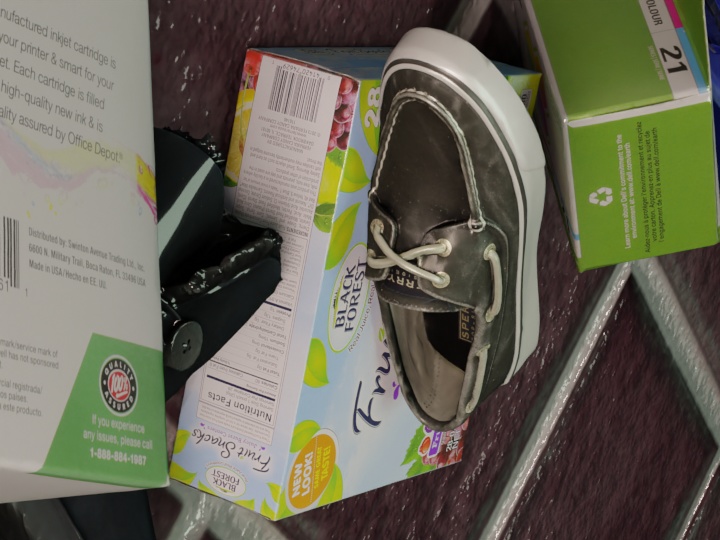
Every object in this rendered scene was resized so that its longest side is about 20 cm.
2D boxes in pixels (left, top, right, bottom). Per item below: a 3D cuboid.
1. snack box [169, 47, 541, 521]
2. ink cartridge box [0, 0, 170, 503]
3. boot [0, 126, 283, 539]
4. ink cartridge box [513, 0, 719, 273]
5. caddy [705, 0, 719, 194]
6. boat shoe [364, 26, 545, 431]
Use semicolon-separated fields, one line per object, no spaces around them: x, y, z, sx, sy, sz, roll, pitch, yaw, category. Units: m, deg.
0.000;0.000;1.008;0.169;0.068;0.200;-8;112;-58;snack box
-0.132;-0.034;0.673;0.145;0.087;0.200;19;66;-62;ink cartridge box
-0.085;0.059;0.886;0.168;0.076;0.200;-49;138;-27;boot
0.117;-0.124;1.054;0.148;0.076;0.200;-101;178;-47;ink cartridge box
0.206;-0.134;1.160;0.105;0.200;0.141;-5;149;-25;caddy
0.037;-0.010;0.927;0.064;0.071;0.200;-50;145;-33;boat shoe
